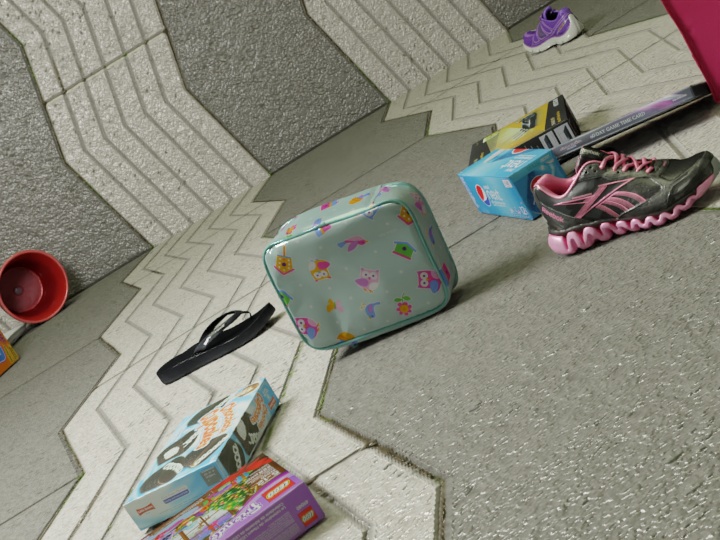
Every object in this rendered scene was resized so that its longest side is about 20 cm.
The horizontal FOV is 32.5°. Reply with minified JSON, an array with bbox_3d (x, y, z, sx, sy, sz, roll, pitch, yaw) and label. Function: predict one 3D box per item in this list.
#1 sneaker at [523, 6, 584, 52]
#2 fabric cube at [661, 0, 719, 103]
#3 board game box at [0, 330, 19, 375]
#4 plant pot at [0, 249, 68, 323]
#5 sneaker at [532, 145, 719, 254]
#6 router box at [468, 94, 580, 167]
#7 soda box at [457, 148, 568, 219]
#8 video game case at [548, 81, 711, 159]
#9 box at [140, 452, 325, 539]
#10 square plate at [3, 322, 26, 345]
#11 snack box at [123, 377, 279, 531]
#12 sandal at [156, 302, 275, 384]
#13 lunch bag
[{"bbox_3d":[0.421,-0.542,2.737,0.081,0.083,0.200,-36,11,-21],"label":"sneaker"},{"bbox_3d":[0.491,-0.355,1.507,0.196,0.200,0.199,-23,16,31],"label":"fabric cube"},{"bbox_3d":[-0.965,0.202,2.874,0.200,0.200,0.200,-27,13,20],"label":"board game box"},{"bbox_3d":[-0.925,0.049,3.413,0.200,0.200,0.177,-37,13,-26],"label":"plant pot"},{"bbox_3d":[0.259,-0.087,1.240,0.200,0.095,0.079,-21,14,35],"label":"sneaker"},{"bbox_3d":[0.236,-0.177,1.771,0.157,0.052,0.200,-29,12,14],"label":"router box"},{"bbox_3d":[0.195,-0.113,1.580,0.068,0.064,0.200,-33,12,-8],"label":"soda box"},{"bbox_3d":[0.339,-0.187,1.547,0.200,0.019,0.143,-22,0,29],"label":"video game case"},{"bbox_3d":[-0.137,0.235,1.036,0.200,0.039,0.137,-35,13,-15],"label":"box"},{"bbox_3d":[-0.999,0.222,3.308,0.198,0.028,0.200,-29,12,14],"label":"square plate"},{"bbox_3d":[-0.162,0.189,1.299,0.116,0.037,0.200,-27,12,17],"label":"snack box"},{"bbox_3d":[-0.213,0.100,1.783,0.200,0.043,0.076,-30,12,8],"label":"sandal"},{"bbox_3d":[0.000,0.000,1.387,0.200,0.160,0.077,-20,20,23],"label":"lunch bag"}]
